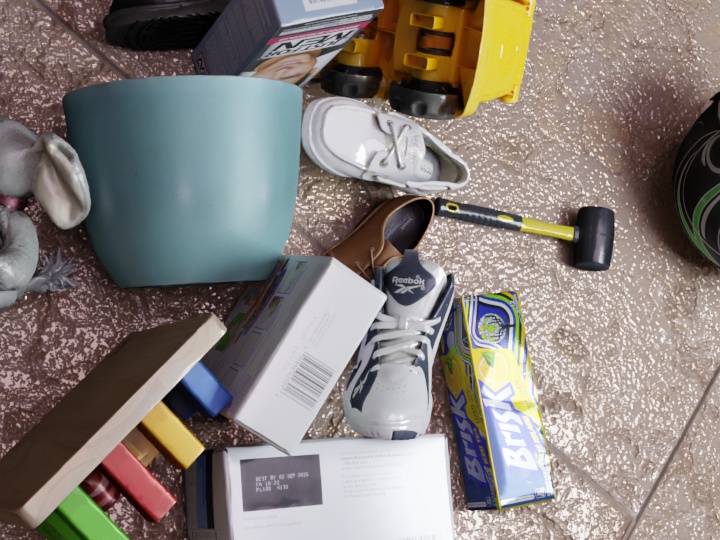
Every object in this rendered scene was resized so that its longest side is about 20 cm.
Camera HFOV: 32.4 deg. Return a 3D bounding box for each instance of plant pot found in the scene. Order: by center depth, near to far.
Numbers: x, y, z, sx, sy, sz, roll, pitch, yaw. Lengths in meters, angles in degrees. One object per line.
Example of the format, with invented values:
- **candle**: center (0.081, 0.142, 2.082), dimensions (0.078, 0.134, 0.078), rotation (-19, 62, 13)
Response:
- **plant pot**: center (-0.143, -0.066, 1.037), dimensions (0.200, 0.201, 0.161), rotation (-3, 90, -25)

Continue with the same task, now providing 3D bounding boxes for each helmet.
- **helmet**: center (0.424, -0.084, 1.293), dimensions (0.200, 0.191, 0.200), rotation (2, 47, -2)

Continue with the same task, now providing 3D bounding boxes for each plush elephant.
- **plush elephant**: center (-0.301, -0.054, 0.975), dimensions (0.200, 0.165, 0.155), rotation (-7, 106, -49)

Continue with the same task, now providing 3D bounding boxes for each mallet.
- **mallet**: center (0.168, -0.037, 1.256), dimensions (0.200, 0.041, 0.066), rotation (3, 79, -19)

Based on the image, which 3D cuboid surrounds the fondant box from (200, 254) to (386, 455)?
- **fondant box**: center (-0.068, 0.062, 1.017), dimensions (0.058, 0.200, 0.144), rotation (34, 81, -18)

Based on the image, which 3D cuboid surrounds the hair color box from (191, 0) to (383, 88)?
- **hair color box**: center (-0.070, -0.210, 1.091), dimensions (0.099, 0.200, 0.061), rotation (-16, 85, -26)

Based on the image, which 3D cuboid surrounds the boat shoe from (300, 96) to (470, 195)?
- **boat shoe**: center (0.029, -0.112, 1.121), dimensions (0.200, 0.069, 0.071), rotation (11, 87, -49)

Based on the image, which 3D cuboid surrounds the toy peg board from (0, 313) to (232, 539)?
- **toy peg board**: center (-0.186, 0.143, 0.966), dimensions (0.199, 0.200, 0.098), rotation (-47, 106, -26)

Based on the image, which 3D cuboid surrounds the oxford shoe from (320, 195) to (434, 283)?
- **oxford shoe**: center (0.000, 0.000, 1.150), dimensions (0.071, 0.071, 0.200), rotation (41, 67, -12)

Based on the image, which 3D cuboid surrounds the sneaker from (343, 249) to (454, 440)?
- **sneaker**: center (0.035, 0.052, 1.072), dimensions (0.079, 0.199, 0.130), rotation (9, 113, 13)

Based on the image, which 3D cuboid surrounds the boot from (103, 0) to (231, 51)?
- **boot**: center (-0.150, -0.295, 1.142), dimensions (0.211, 0.079, 0.158), rotation (-16, 80, -20)

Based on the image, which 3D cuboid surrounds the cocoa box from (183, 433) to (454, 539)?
- **cocoa box**: center (-0.037, 0.211, 1.050), dimensions (0.200, 0.131, 0.134), rotation (0, 79, -24)

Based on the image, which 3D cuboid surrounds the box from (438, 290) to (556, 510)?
- **box**: center (0.126, 0.125, 1.178), dimensions (0.064, 0.070, 0.200), rotation (-7, 81, -23)

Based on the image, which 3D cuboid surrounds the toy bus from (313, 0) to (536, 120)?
- **toy bus**: center (0.071, -0.229, 1.192), dimensions (0.192, 0.200, 0.136), rotation (-16, 119, -53)
